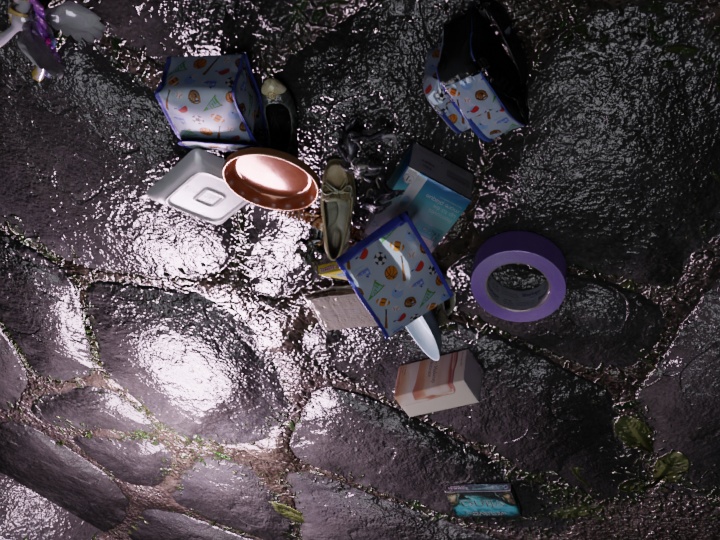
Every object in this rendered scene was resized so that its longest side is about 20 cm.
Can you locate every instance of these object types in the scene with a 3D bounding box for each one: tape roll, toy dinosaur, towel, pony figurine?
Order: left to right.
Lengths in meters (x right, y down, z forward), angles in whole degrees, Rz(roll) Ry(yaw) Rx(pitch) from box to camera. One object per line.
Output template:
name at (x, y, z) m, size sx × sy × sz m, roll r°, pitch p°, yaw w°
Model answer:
pony figurine at (-0.603, -0.446, 1.465) m, size 0.192 × 0.168 × 0.199 m, roll 40°, pitch 146°, yaw -11°
toy dinosaur at (-0.082, -0.086, 1.682) m, size 0.198 × 0.102 × 0.137 m, roll 33°, pitch 120°, yaw 10°
towel at (-0.021, 0.087, 1.834) m, size 0.196 × 0.035 × 0.133 m, roll -5°, pitch 139°, yaw 21°
tape roll at (0.333, 0.015, 1.647) m, size 0.196 × 0.066 × 0.203 m, roll 9°, pitch 134°, yaw 9°

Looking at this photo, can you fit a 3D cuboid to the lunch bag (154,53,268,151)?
lunch bag at (-0.278, -0.303, 1.506) m, size 0.166 × 0.126 × 0.201 m, roll 4°, pitch 149°, yaw 12°

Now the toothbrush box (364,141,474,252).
toothbrush box at (0.116, -0.132, 1.564) m, size 0.144 × 0.086 × 0.201 m, roll 27°, pitch 135°, yaw -10°

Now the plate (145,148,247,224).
plate at (-0.320, -0.164, 1.647) m, size 0.198 × 0.033 × 0.198 m, roll 21°, pitch 141°, yaw -41°

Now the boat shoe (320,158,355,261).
boat shoe at (-0.049, -0.124, 1.594) m, size 0.072 × 0.063 × 0.205 m, roll 6°, pitch 108°, yaw 1°

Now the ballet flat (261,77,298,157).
ballet flat at (-0.156, -0.281, 1.528) m, size 0.065 × 0.057 × 0.203 m, roll 3°, pitch 132°, yaw 13°

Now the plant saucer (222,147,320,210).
plant saucer at (-0.176, -0.185, 1.557) m, size 0.196 × 0.033 × 0.201 m, roll 8°, pitch 153°, yaw 4°

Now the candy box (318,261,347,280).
candy box at (0.000, 0.000, 1.677) m, size 0.100 × 0.027 × 0.199 m, roll -9°, pitch 170°, yaw 26°

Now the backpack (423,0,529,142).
backpack at (0.200, -0.313, 1.309) m, size 0.153 × 0.203 × 0.190 m, roll -24°, pitch 128°, yaw 39°

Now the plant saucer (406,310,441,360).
plant saucer at (0.133, 0.106, 1.745) m, size 0.038 × 0.201 × 0.203 m, roll -30°, pitch 128°, yaw -11°

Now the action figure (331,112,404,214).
action figure at (0.014, -0.214, 1.499) m, size 0.100 × 0.203 × 0.119 m, roll -14°, pitch 161°, yaw -28°

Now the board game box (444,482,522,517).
board game box at (0.357, 0.668, 2.266) m, size 0.196 × 0.028 × 0.137 m, roll -9°, pitch 129°, yaw 24°

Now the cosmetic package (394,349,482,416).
cosmetic package at (0.190, 0.275, 1.904) m, size 0.197 × 0.104 × 0.088 m, roll -19°, pitch 126°, yaw 29°

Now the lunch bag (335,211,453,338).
lunch bag at (0.061, -0.001, 1.519) m, size 0.169 × 0.124 × 0.201 m, roll -34°, pitch 130°, yaw 1°

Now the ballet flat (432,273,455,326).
ballet flat at (0.172, 0.050, 1.736) m, size 0.074 × 0.069 × 0.202 m, roll -13°, pitch 135°, yaw 5°
